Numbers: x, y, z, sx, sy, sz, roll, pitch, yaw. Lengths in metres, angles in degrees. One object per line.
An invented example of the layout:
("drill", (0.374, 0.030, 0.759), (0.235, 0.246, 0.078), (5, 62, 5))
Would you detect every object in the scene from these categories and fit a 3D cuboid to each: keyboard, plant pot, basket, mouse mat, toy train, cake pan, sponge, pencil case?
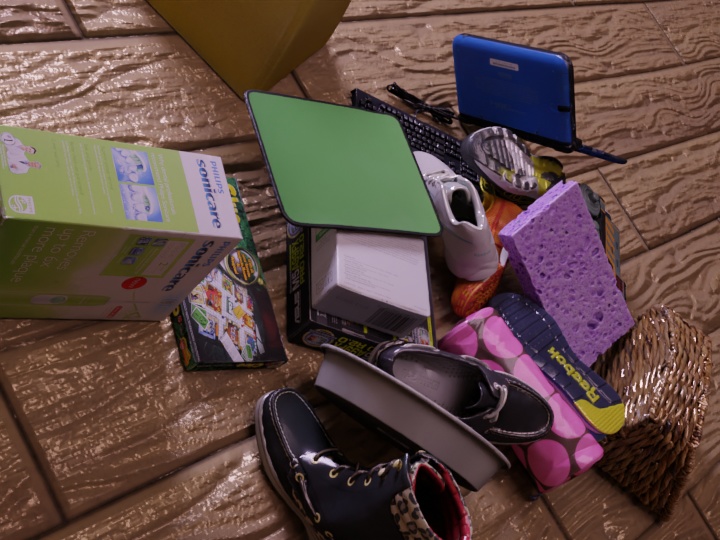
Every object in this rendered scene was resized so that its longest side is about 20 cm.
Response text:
("keyboard", (0.072, -0.177, 1.316), (0.199, 0.021, 0.128), (22, 48, -30))
("plant pot", (-0.099, -0.344, 1.167), (0.200, 0.176, 0.200), (46, 40, -6))
("basket", (0.361, 0.157, 1.233), (0.149, 0.143, 0.200), (39, 42, -12))
("mouse mat", (-0.014, -0.105, 1.053), (0.199, 0.008, 0.162), (4, 56, -38))
("toy train", (0.285, -0.021, 1.352), (0.114, 0.085, 0.201), (41, 38, -28))
("cake pan", (0.039, 0.135, 0.946), (0.200, 0.200, 0.037), (37, 79, -15))
("sponge", (0.240, 0.011, 1.224), (0.111, 0.030, 0.201), (-36, 113, -23))
("pencil case", (0.162, 0.136, 1.115), (0.201, 0.091, 0.094), (55, 1, 6))

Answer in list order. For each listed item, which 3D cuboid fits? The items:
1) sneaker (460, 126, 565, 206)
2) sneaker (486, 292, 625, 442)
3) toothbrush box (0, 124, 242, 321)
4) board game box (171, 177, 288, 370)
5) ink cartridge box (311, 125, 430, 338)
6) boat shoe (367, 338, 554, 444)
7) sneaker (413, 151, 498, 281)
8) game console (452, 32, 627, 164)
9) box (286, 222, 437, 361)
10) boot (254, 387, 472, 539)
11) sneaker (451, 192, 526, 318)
("sneaker", (0.175, -0.112, 1.298), (0.199, 0.084, 0.075), (19, 61, -46))
("sneaker", (0.200, 0.114, 1.178), (0.074, 0.082, 0.200), (-24, 68, -33))
("toothbrush box", (-0.220, -0.030, 0.848), (0.199, 0.146, 0.087), (3, 58, -41))
("board game box", (-0.139, -0.002, 0.994), (0.104, 0.023, 0.201), (2, 60, -39))
("ink cartridge box", (0.007, -0.041, 1.066), (0.108, 0.050, 0.201), (20, 48, -28))
("boat shoe", (0.104, 0.118, 1.023), (0.199, 0.060, 0.074), (26, 81, -12))
("sneaker", (0.101, -0.081, 1.189), (0.070, 0.081, 0.201), (-19, 47, -12))
("game console", (0.226, -0.216, 1.338), (0.118, 0.200, 0.172), (-26, 122, -30))
("box", (0.000, 0.000, 1.101), (0.160, 0.044, 0.201), (20, 49, -31))
("boot", (0.001, 0.169, 0.890), (0.073, 0.154, 0.204), (-13, 71, -45))
("sneaker", (0.135, -0.015, 1.231), (0.077, 0.073, 0.200), (24, 40, 7))
